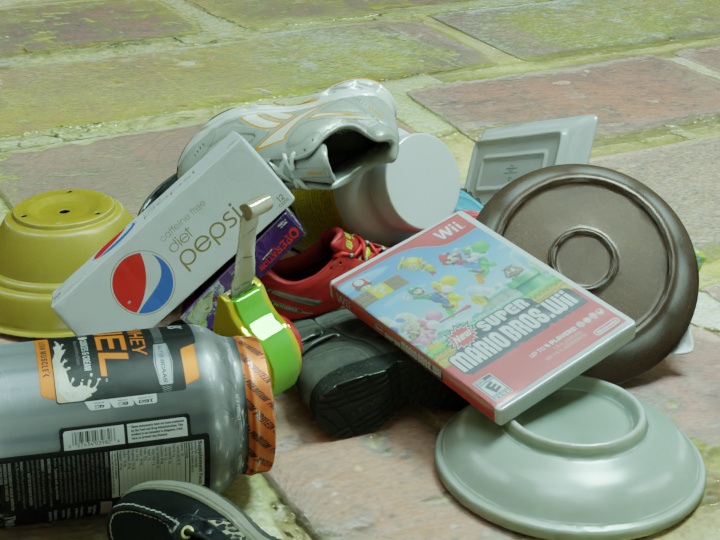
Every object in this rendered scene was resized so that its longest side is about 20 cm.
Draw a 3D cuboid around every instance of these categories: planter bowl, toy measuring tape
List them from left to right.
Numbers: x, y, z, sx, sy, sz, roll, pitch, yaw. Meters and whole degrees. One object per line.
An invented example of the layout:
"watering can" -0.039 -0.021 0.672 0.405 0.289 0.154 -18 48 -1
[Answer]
"planter bowl" -0.263 -0.020 1.264 0.198 0.084 0.201 -1 25 0
"toy measuring tape" -0.071 0.037 1.034 0.073 0.201 0.074 8 43 -7

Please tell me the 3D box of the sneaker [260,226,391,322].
"sneaker" 0.000 0.000 1.204 0.198 0.085 0.077 -14 31 -3

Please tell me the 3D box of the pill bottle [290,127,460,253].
"pill bottle" -0.002 -0.074 1.296 0.112 0.113 0.199 -17 8 -35

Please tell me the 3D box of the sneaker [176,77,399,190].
"sneaker" -0.060 -0.097 1.171 0.198 0.076 0.092 -21 34 2

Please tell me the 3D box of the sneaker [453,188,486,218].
"sneaker" 0.116 0.009 1.267 0.095 0.080 0.200 -39 46 -15

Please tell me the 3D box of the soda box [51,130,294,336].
"soda box" -0.150 -0.019 1.112 0.200 0.068 0.064 -42 15 -2

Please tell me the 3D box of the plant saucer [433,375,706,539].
"plant saucer" 0.153 0.121 1.022 0.198 0.051 0.200 1 24 -1

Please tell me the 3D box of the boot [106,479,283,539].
"boot" -0.117 0.201 0.810 0.203 0.074 0.153 19 33 37

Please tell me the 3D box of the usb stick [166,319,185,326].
"usb stick" -0.182 0.089 1.098 0.055 0.033 0.200 15 28 26

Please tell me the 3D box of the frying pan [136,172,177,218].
"frying pan" -0.137 -0.031 1.217 0.114 0.031 0.191 -27 41 3

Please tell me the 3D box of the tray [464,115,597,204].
"tray" 0.147 -0.089 1.308 0.022 0.108 0.200 15 -5 -24

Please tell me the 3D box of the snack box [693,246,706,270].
"snack box" 0.219 -0.047 1.343 0.141 0.053 0.200 16 18 -24

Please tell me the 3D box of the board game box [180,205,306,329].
"board game box" -0.103 -0.014 1.193 0.120 0.032 0.200 -41 12 2

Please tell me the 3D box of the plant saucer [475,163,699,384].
"plant saucer" 0.183 -0.004 1.163 0.198 0.032 0.202 -1 68 2

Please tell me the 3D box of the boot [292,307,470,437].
"boot" 0.027 0.060 1.126 0.198 0.068 0.131 -11 29 -21

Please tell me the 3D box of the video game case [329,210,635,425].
"video game case" 0.091 0.030 1.080 0.142 0.018 0.200 -29 44 -27

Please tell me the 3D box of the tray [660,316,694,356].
"tray" 0.173 0.030 1.180 0.198 0.108 0.022 -5 -18 0

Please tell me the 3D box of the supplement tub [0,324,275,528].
"supplement tub" -0.164 0.103 0.959 0.198 0.124 0.123 -6 25 -16
